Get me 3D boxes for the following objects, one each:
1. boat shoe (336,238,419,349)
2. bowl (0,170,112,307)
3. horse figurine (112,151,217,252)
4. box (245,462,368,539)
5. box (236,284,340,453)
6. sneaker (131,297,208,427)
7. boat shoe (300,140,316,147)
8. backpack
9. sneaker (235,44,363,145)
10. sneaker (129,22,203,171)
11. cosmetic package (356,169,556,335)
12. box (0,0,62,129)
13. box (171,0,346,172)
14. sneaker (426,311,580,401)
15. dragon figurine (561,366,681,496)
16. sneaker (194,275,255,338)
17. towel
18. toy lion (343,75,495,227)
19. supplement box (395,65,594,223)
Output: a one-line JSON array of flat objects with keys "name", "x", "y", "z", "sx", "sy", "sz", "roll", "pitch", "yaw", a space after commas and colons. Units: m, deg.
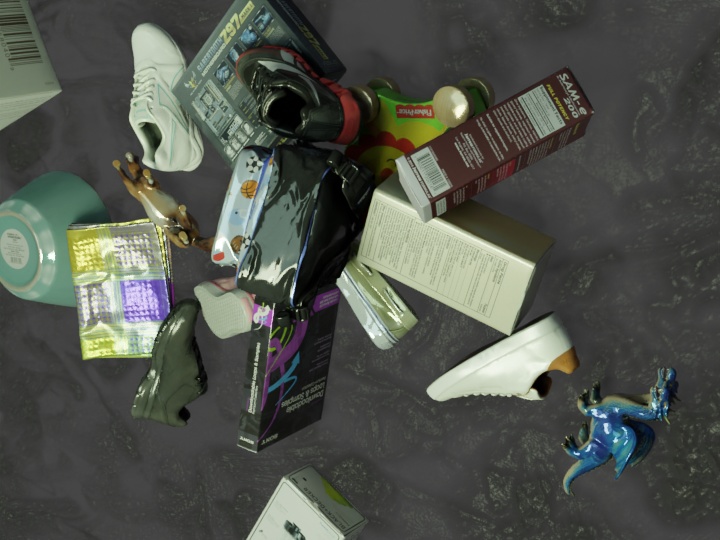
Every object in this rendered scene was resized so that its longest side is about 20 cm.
[{"name": "boat shoe", "x": 0.000, "y": 0.000, "z": 1.576, "sx": 0.062, "sy": 0.072, "sz": 0.200, "roll": -34, "pitch": 79, "yaw": 7}, {"name": "bowl", "x": -0.454, "y": -0.035, "z": 1.854, "sx": 0.201, "sy": 0.105, "sz": 0.201, "roll": 9, "pitch": 107, "yaw": 32}, {"name": "horse figurine", "x": -0.255, "y": -0.083, "z": 1.712, "sx": 0.200, "sy": 0.133, "sz": 0.050, "roll": 45, "pitch": 82, "yaw": 5}, {"name": "box", "x": -0.085, "y": 0.367, "z": 1.717, "sx": 0.117, "sy": 0.060, "sz": 0.200, "roll": 41, "pitch": 121, "yaw": 21}, {"name": "box", "x": -0.086, "y": 0.111, "z": 1.606, "sx": 0.036, "sy": 0.143, "sz": 0.200, "roll": 21, "pitch": 113, "yaw": 28}, {"name": "sneaker", "x": -0.243, "y": 0.126, "z": 1.764, "sx": 0.091, "sy": 0.076, "sz": 0.200, "roll": 21, "pitch": 119, "yaw": -2}, {"name": "boat shoe", "x": -0.114, "y": -0.088, "z": 1.627, "sx": 0.200, "sy": 0.070, "sz": 0.066, "roll": -43, "pitch": 68, "yaw": 33}, {"name": "backpack", "x": -0.071, "y": -0.056, "z": 1.461, "sx": 0.154, "sy": 0.190, "sz": 0.200, "roll": 25, "pitch": 101, "yaw": 17}, {"name": "sneaker", "x": -0.090, "y": -0.204, "z": 1.490, "sx": 0.200, "sy": 0.098, "sz": 0.071, "roll": 38, "pitch": 123, "yaw": 36}, {"name": "sneaker", "x": -0.263, "y": -0.225, "z": 1.691, "sx": 0.070, "sy": 0.080, "sz": 0.200, "roll": -14, "pitch": 91, "yaw": 38}, {"name": "cosmetic package", "x": 0.105, "y": -0.023, "z": 1.453, "sx": 0.200, "sy": 0.071, "sz": 0.105, "roll": 28, "pitch": 127, "yaw": 15}, {"name": "box", "x": -0.567, "y": -0.298, "z": 1.812, "sx": 0.171, "sy": 0.200, "sz": 0.199, "roll": -21, "pitch": 90, "yaw": 38}, {"name": "box", "x": -0.129, "y": -0.234, "z": 1.610, "sx": 0.158, "sy": 0.051, "sz": 0.200, "roll": 51, "pitch": 124, "yaw": 13}, {"name": "sneaker", "x": 0.160, "y": 0.123, "z": 1.479, "sx": 0.200, "sy": 0.073, "sz": 0.085, "roll": -31, "pitch": 90, "yaw": 40}, {"name": "dragon figurine", "x": 0.280, "y": 0.187, "z": 1.418, "sx": 0.099, "sy": 0.059, "sz": 0.200, "roll": 27, "pitch": 114, "yaw": 28}, {"name": "sneaker", "x": -0.139, "y": 0.035, "z": 1.679, "sx": 0.200, "sy": 0.105, "sz": 0.075, "roll": -1, "pitch": 112, "yaw": 65}, {"name": "towel", "x": -0.328, "y": 0.026, "z": 1.793, "sx": 0.143, "sy": 0.023, "sz": 0.200, "roll": -2, "pitch": 103, "yaw": 6}, {"name": "toy lion", "x": 0.060, "y": -0.124, "z": 1.504, "sx": 0.200, "sy": 0.069, "sz": 0.192, "roll": 5, "pitch": 111, "yaw": 34}, {"name": "supplement box", "x": 0.138, "y": -0.128, "z": 1.355, "sx": 0.200, "sy": 0.109, "sz": 0.061, "roll": -28, "pitch": 82, "yaw": 0}]
